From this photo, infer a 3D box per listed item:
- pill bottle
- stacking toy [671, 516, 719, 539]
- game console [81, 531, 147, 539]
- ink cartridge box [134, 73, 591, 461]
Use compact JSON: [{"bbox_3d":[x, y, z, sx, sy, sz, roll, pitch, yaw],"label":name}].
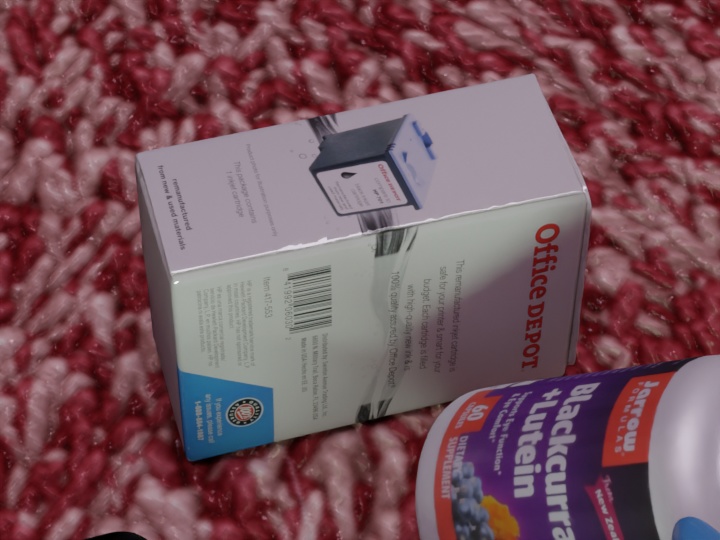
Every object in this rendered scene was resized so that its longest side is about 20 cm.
[{"bbox_3d":[0.131,0.096,1.080,0.199,0.112,0.112,-11,42,41],"label":"pill bottle"},{"bbox_3d":[0.227,0.134,0.968,0.199,0.111,0.116,-18,25,-20],"label":"stacking toy"},{"bbox_3d":[-0.170,0.183,1.072,0.199,0.172,0.120,-14,81,-10],"label":"game console"},{"bbox_3d":[0.000,0.000,1.187,0.198,0.147,0.086,-13,52,-11],"label":"ink cartridge box"}]
